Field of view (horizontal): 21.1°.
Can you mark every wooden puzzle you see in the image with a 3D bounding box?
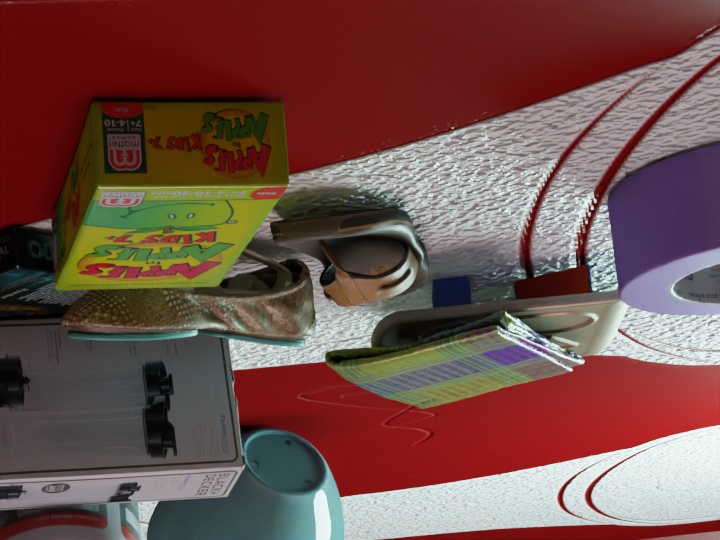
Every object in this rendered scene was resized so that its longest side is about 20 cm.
[{"bbox_3d":[0.103,0.037,1.459,0.198,0.047,0.185,-10,166,-1],"label":"wooden puzzle"}]

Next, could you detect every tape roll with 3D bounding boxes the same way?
[{"bbox_3d":[0.259,-0.027,1.225,0.198,0.066,0.200,-5,166,-1],"label":"tape roll"}]

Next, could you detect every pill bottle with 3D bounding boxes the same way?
[{"bbox_3d":[-0.217,0.141,1.374,0.115,0.201,0.116,-6,139,-5],"label":"pill bottle"}]

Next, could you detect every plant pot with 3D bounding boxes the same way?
[{"bbox_3d":[-0.097,0.236,1.909,0.198,0.201,0.135,3,129,-29],"label":"plant pot"}]

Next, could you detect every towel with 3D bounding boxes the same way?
[{"bbox_3d":[0.071,0.067,1.413,0.142,0.023,0.200,-15,164,20],"label":"towel"}]

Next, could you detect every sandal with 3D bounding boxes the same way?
[{"bbox_3d":[0.000,0.000,1.245,0.081,0.055,0.200,-8,165,10],"label":"sandal"}]

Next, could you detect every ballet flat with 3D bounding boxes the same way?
[{"bbox_3d":[-0.107,0.013,1.235,0.070,0.066,0.199,11,-174,41],"label":"ballet flat"}]

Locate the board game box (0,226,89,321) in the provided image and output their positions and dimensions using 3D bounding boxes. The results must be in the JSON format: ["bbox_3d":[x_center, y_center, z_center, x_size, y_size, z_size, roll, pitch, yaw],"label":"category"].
[{"bbox_3d":[-0.238,0.019,1.279,0.199,0.028,0.135,-18,161,38],"label":"board game box"}]

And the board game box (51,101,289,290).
[{"bbox_3d":[-0.110,-0.038,1.074,0.101,0.048,0.200,-2,165,-16],"label":"board game box"}]

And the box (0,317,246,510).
[{"bbox_3d":[-0.183,0.094,1.286,0.198,0.118,0.060,-3,154,-18],"label":"box"}]
